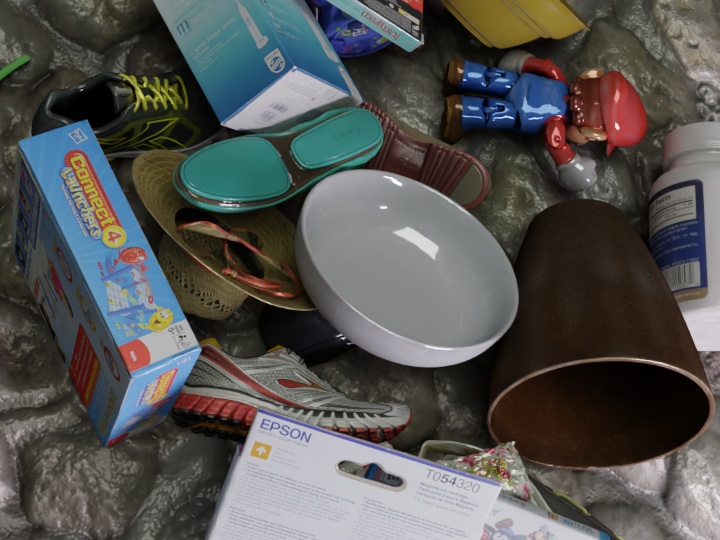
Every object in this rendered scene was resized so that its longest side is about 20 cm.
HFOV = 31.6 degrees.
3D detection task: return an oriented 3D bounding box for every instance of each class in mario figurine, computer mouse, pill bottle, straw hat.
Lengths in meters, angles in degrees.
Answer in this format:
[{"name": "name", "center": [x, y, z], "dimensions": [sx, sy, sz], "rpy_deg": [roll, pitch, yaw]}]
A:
[{"name": "mario figurine", "center": [0.178, -0.147, 1.240], "dimensions": [0.200, 0.106, 0.124], "rpy_deg": [7, 103, -1]}, {"name": "computer mouse", "center": [0.000, 0.000, 1.134], "dimensions": [0.200, 0.046, 0.140], "rpy_deg": [-13, 74, -19]}, {"name": "pill bottle", "center": [0.329, -0.033, 1.202], "dimensions": [0.111, 0.111, 0.200], "rpy_deg": [9, 67, -12]}, {"name": "straw hat", "center": [-0.130, -0.006, 1.075], "dimensions": [0.201, 0.085, 0.201], "rpy_deg": [32, 22, -15]}]

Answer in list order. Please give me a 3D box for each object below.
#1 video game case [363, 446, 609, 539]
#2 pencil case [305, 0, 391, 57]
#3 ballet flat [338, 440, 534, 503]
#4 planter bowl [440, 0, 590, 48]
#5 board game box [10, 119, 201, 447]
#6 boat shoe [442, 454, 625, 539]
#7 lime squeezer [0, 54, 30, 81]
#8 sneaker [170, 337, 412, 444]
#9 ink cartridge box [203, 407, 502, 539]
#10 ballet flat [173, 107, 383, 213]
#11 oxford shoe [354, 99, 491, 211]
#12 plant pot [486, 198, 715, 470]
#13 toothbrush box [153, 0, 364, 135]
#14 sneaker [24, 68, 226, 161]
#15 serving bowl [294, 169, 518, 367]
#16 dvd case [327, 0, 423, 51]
[{"name": "video game case", "center": [0.079, 0.235, 1.024], "dimensions": [0.200, 0.143, 0.018], "rpy_deg": [22, 23, -7]}, {"name": "pencil case", "center": [-0.035, -0.297, 1.224], "dimensions": [0.087, 0.078, 0.200], "rpy_deg": [-21, 76, -19]}, {"name": "ballet flat", "center": [0.042, 0.173, 1.052], "dimensions": [0.200, 0.076, 0.064], "rpy_deg": [-1, 61, 4]}, {"name": "planter bowl", "center": [0.124, -0.276, 1.233], "dimensions": [0.083, 0.200, 0.200], "rpy_deg": [-43, 83, 16]}, {"name": "board game box", "center": [-0.205, 0.017, 0.988], "dimensions": [0.056, 0.200, 0.196], "rpy_deg": [-23, 77, -24]}, {"name": "boat shoe", "center": [0.154, 0.221, 1.082], "dimensions": [0.201, 0.061, 0.072], "rpy_deg": [36, 101, 16]}, {"name": "lime squeezer", "center": [-0.336, -0.112, 1.092], "dimensions": [0.071, 0.038, 0.200], "rpy_deg": [11, 66, -11]}, {"name": "sneaker", "center": [-0.052, 0.102, 1.063], "dimensions": [0.200, 0.078, 0.082], "rpy_deg": [12, 66, -11]}, {"name": "ink cartridge box", "center": [-0.017, 0.207, 0.984], "dimensions": [0.196, 0.200, 0.043], "rpy_deg": [19, 21, -8]}, {"name": "ballet flat", "center": [-0.071, -0.085, 1.095], "dimensions": [0.200, 0.070, 0.067], "rpy_deg": [-21, 76, -27]}, {"name": "oxford shoe", "center": [0.029, -0.107, 1.183], "dimensions": [0.200, 0.075, 0.070], "rpy_deg": [29, 99, 12]}, {"name": "plant pot", "center": [0.200, 0.043, 1.115], "dimensions": [0.187, 0.187, 0.200], "rpy_deg": [10, 53, -11]}, {"name": "toothbrush box", "center": [-0.101, -0.218, 1.122], "dimensions": [0.085, 0.146, 0.200], "rpy_deg": [-34, 74, 18]}, {"name": "sneaker", "center": [-0.192, -0.138, 1.115], "dimensions": [0.200, 0.085, 0.074], "rpy_deg": [-21, 77, -22]}, {"name": "serving bowl", "center": [0.030, 0.007, 1.069], "dimensions": [0.200, 0.066, 0.200], "rpy_deg": [18, 42, -17]}, {"name": "dvd case", "center": [0.000, -0.309, 1.188], "dimensions": [0.146, 0.022, 0.200], "rpy_deg": [27, 48, -28]}]
